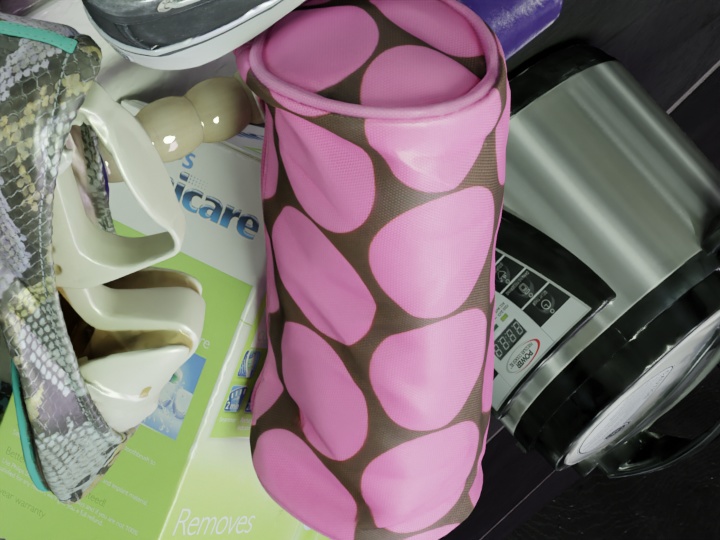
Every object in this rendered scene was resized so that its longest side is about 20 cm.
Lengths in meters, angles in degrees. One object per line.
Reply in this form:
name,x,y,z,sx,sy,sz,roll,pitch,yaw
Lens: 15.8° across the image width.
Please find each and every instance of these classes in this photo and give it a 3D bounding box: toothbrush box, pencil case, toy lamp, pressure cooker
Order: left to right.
toothbrush box,-0.057,0.048,0.987,0.146,0.086,0.200,8,104,-63
toy lamp,-0.022,-0.068,0.891,0.200,0.058,0.058,-23,162,-21
pencil case,0.000,0.000,0.861,0.091,0.094,0.200,-65,162,-50
pressure cooker,0.124,0.005,1.338,0.179,0.200,0.176,-40,169,-3

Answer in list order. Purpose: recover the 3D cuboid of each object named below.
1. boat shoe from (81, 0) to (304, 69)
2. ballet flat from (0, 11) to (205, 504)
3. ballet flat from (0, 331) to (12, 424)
boat shoe,-0.002,-0.136,0.774,0.200,0.072,0.068,-33,169,-2
ballet flat,-0.085,0.003,0.807,0.072,0.072,0.200,-36,140,-24
ballet flat,-0.108,0.024,1.045,0.200,0.074,0.074,-29,163,-52
